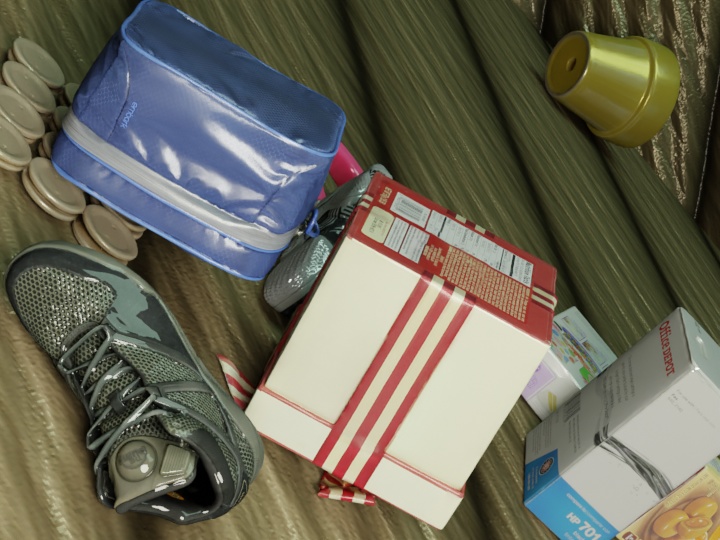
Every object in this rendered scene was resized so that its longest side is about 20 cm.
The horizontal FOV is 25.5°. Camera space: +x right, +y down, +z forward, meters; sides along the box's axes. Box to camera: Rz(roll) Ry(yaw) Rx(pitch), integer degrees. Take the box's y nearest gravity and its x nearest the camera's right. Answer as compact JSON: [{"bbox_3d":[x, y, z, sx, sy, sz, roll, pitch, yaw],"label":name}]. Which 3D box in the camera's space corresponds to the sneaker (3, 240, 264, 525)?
[{"bbox_3d":[-0.138,0.069,0.931,0.199,0.076,0.114,52,12,-7],"label":"sneaker"}]

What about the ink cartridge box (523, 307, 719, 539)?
[{"bbox_3d":[0.247,0.146,1.447,0.086,0.200,0.146,45,19,-10],"label":"ink cartridge box"}]

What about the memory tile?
[{"bbox_3d":[-0.213,-0.088,1.167,0.153,0.017,0.200,42,19,-19],"label":"memory tile"}]

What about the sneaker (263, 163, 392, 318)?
[{"bbox_3d":[0.000,0.000,1.338,0.115,0.075,0.200,49,39,-14],"label":"sneaker"}]

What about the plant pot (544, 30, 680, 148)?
[{"bbox_3d":[0.449,-0.347,2.909,0.189,0.201,0.201,18,32,-30],"label":"plant pot"}]

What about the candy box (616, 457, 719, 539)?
[{"bbox_3d":[0.353,0.267,1.579,0.200,0.115,0.055,41,21,-22],"label":"candy box"}]

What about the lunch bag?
[{"bbox_3d":[-0.111,-0.083,1.140,0.200,0.132,0.136,31,21,-6],"label":"lunch bag"}]

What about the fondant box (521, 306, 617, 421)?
[{"bbox_3d":[0.231,0.120,1.687,0.144,0.058,0.200,52,18,9],"label":"fondant box"}]

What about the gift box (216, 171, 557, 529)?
[{"bbox_3d":[0.016,0.053,1.153,0.200,0.187,0.185,29,21,3],"label":"gift box"}]

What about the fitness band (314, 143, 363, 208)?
[{"bbox_3d":[-0.018,-0.054,1.477,0.144,0.037,0.200,39,26,-40],"label":"fitness band"}]
